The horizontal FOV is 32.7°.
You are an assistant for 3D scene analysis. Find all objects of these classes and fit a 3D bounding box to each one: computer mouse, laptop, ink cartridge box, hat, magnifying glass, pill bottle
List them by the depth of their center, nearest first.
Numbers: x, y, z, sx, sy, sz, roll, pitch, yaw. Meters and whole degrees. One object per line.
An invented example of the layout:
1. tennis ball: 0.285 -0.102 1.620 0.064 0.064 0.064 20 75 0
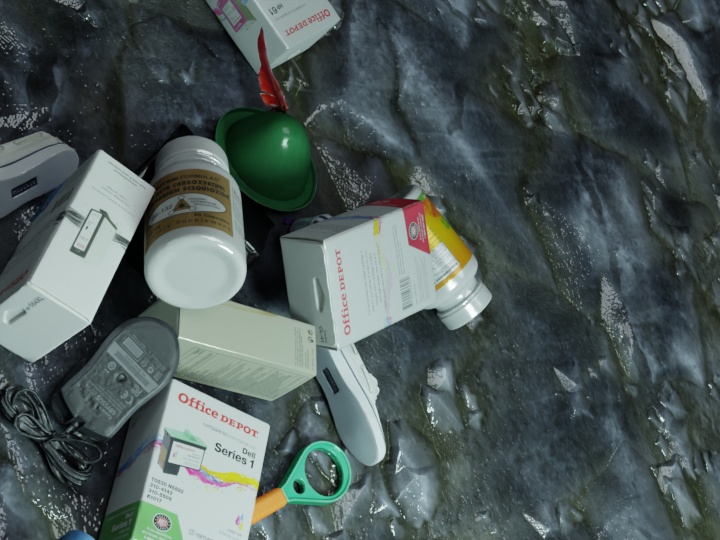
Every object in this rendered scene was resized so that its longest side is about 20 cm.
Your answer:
1. ink cartridge box: -0.328 -0.014 1.364 0.084 0.146 0.200 36 49 -23
2. computer mouse: -0.291 0.128 1.369 0.200 0.053 0.139 -42 104 -18
3. ink cartridge box: -0.197 0.245 1.392 0.145 0.084 0.200 30 51 -28
4. pill bottle: -0.194 -0.062 1.426 0.114 0.114 0.200 27 34 -30
5. magnifying glass: -0.084 0.272 1.526 0.200 0.022 0.080 -22 84 -45
6. laptop: -0.224 -0.064 1.584 0.200 0.116 0.187 -46 103 -16
7. ink cartridge box: 0.000 0.000 1.593 0.200 0.086 0.148 -21 111 -43
8. hat: -0.086 -0.192 1.642 0.200 0.176 0.166 1 63 -46
9. pill bottle: 0.099 -0.015 1.777 0.200 0.111 0.111 51 44 -10
10. ink cartridge box: -0.143 -0.404 1.780 0.200 0.085 0.145 56 44 -7

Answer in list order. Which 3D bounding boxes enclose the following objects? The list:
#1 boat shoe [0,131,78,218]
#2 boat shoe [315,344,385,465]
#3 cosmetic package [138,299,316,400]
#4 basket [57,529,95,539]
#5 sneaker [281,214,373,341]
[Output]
1. boat shoe: -0.420 -0.107 1.393 0.070 0.071 0.200 38 51 25
2. boat shoe: -0.006 0.156 1.620 0.065 0.074 0.200 -18 82 -41
3. cosmetic package: -0.162 0.092 1.492 0.200 0.105 0.071 20 54 -36
4. basket: -0.268 0.342 1.191 0.176 0.200 0.139 53 44 -8
5. sneaker: -0.038 0.006 1.680 0.074 0.087 0.200 -42 124 -35
